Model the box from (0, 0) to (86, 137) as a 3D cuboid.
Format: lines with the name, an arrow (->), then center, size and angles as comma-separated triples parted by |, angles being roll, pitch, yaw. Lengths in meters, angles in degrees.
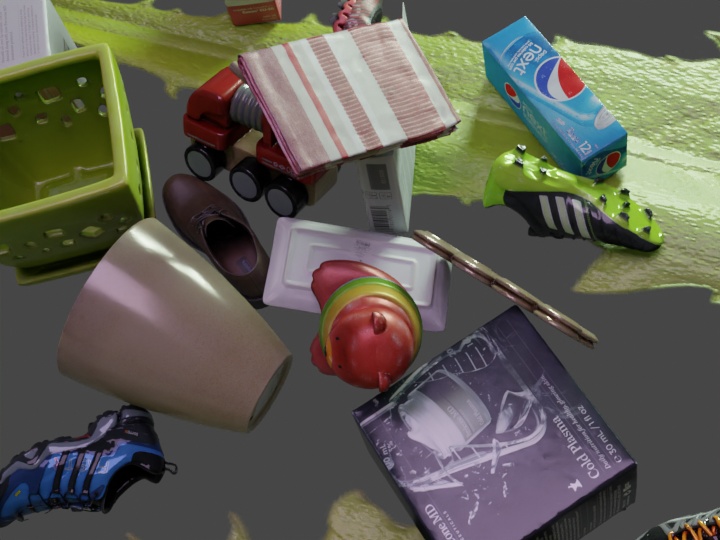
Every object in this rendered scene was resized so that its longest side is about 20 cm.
box -> -0.440, -0.224, 1.516 | 0.197, 0.153, 0.107 | -14, 61, 3

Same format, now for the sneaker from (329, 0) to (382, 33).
sneaker -> 0.000, -0.244, 1.494 | 0.097, 0.071, 0.202 | 13, 68, 17

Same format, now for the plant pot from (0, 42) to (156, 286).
plant pot -> -0.333, -0.104, 1.417 | 0.197, 0.182, 0.202 | -15, 61, 3

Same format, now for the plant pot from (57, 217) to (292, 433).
plant pot -> -0.177, 0.078, 1.309 | 0.199, 0.188, 0.188 | 30, 70, 9

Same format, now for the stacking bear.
stacking bear -> 0.007, 0.063, 1.242 | 0.112, 0.200, 0.123 | 1, 98, -3

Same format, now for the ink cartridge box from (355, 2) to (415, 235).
ink cartridge box -> 0.031, -0.165, 1.395 | 0.047, 0.161, 0.202 | 0, 62, 9

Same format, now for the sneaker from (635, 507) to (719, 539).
sneaker -> 0.330, 0.250, 1.169 | 0.198, 0.077, 0.079 | -19, 62, 2

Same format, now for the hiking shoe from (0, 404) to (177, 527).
hiking shoe -> -0.293, 0.216, 1.301 | 0.199, 0.075, 0.087 | -29, 60, -6

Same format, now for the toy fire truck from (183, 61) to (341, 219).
toy fire truck -> -0.117, -0.171, 1.385 | 0.175, 0.202, 0.129 | 26, 48, 22

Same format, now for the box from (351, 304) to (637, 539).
box -> 0.129, 0.179, 1.218 | 0.195, 0.124, 0.201 | -33, 62, -6

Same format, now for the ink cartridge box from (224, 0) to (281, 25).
ink cartridge box -> -0.144, -0.407, 1.532 | 0.067, 0.201, 0.118 | -5, 61, 7

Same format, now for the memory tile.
memory tile -> 0.148, 0.018, 1.285 | 0.199, 0.153, 0.017 | 32, 93, 22

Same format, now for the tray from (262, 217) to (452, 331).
tray -> 0.000, 0.000, 1.366 | 0.197, 0.022, 0.109 | 9, 62, -1

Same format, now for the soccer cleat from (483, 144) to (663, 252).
soccer cleat -> 0.227, -0.063, 1.363 | 0.198, 0.082, 0.068 | 25, 38, 1

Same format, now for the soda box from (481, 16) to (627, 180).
soda box -> 0.217, -0.187, 1.425 | 0.064, 0.068, 0.201 | -31, 61, -7

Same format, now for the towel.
towel -> -0.010, -0.177, 1.280 | 0.198, 0.023, 0.145 | -18, 71, -28

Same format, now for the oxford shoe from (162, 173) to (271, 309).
oxford shoe -> -0.159, -0.051, 1.414 | 0.073, 0.085, 0.200 | -41, 61, -10
